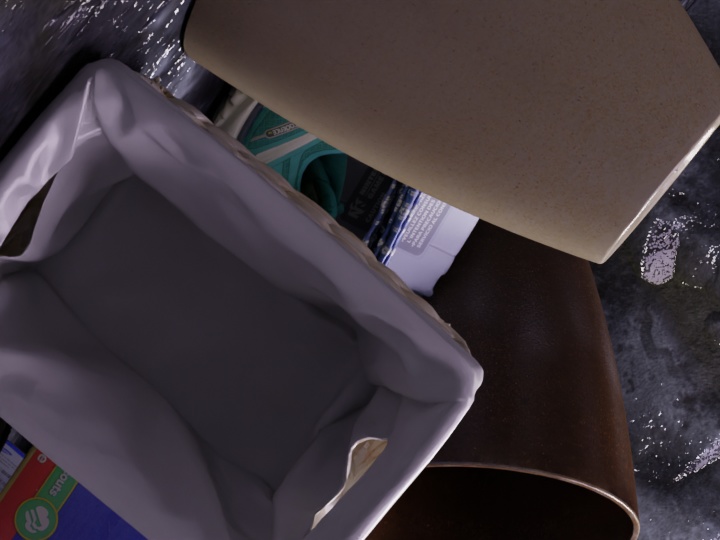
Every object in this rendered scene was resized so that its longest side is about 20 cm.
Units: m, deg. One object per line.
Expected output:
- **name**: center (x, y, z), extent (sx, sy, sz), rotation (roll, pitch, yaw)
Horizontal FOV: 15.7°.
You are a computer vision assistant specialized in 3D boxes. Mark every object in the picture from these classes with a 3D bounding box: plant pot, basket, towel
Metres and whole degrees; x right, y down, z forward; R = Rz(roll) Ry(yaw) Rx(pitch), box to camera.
- **plant pot**: center (0.058, -0.103, 1.128), extent (0.188, 0.200, 0.187), rotation (-49, 174, -7)
- **plant pot**: center (0.070, 0.052, 1.506), extent (0.187, 0.185, 0.201), rotation (119, -23, -63)
- **basket**: center (-0.062, 0.025, 1.050), extent (0.136, 0.200, 0.123), rotation (-50, 179, 6)
- **towel**: center (0.000, 0.000, 1.327), extent (0.201, 0.024, 0.145), rotation (-64, 179, 12)

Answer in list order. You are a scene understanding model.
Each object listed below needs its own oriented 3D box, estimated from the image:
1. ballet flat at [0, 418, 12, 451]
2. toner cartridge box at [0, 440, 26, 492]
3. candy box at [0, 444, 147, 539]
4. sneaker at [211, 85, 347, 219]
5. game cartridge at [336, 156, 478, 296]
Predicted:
- **ballet flat**: center (-0.139, 0.036, 1.209), extent (0.200, 0.057, 0.067), rotation (-47, 172, -29)
- **toner cartridge box**: center (-0.211, 0.184, 1.412), extent (0.043, 0.095, 0.200), rotation (-43, 171, -51)
- **candy box**: center (-0.106, 0.090, 1.232), extent (0.170, 0.077, 0.200), rotation (-54, 179, -11)
- **sneaker**: center (-0.051, -0.035, 1.318), extent (0.078, 0.080, 0.200), rotation (-44, 173, -43)
- **game cartridge**: center (0.031, -0.084, 1.395), extent (0.201, 0.133, 0.042), rotation (-58, -143, 7)
